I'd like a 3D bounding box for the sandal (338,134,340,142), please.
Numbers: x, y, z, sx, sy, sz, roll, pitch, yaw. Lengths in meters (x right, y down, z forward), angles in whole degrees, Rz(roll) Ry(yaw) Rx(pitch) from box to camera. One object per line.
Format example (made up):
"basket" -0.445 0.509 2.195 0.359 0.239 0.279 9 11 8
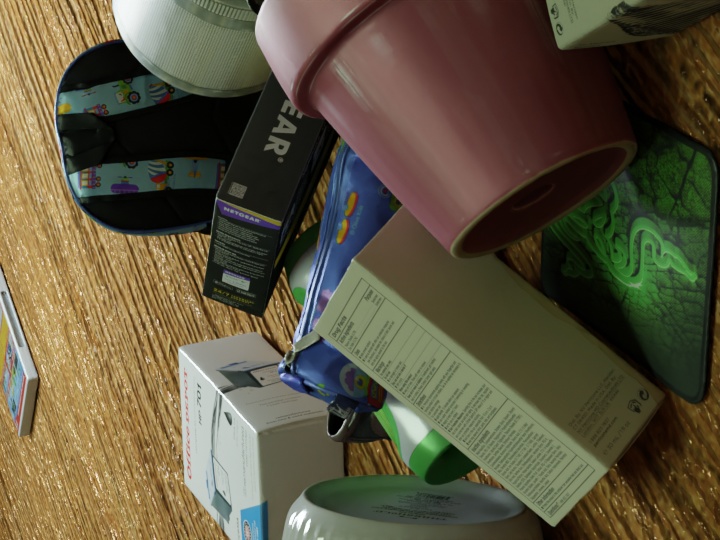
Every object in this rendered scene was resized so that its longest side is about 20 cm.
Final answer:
"sandal" 0.030 -0.117 1.479 0.200 0.075 0.045 117 143 -68

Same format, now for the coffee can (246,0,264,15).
"coffee can" -0.036 -0.293 1.459 0.146 0.146 0.201 130 126 -62

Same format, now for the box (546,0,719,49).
"box" 0.171 -0.175 1.097 0.200 0.082 0.069 155 104 -69

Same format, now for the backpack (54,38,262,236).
"backpack" -0.168 -0.112 1.790 0.134 0.199 0.183 170 88 -68

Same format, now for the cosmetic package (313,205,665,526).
"cosmetic package" 0.078 0.057 1.310 0.200 0.073 0.104 41 149 5

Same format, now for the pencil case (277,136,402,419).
"pencil case" 0.000 0.000 1.441 0.078 0.087 0.201 12 85 46

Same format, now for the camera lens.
"camera lens" -0.099 -0.239 1.617 0.200 0.159 0.160 123 132 -60

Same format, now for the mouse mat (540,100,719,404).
"mouse mat" 0.160 -0.026 1.289 0.200 0.008 0.161 -138 43 -58

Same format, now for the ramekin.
"ramekin" 0.035 0.208 1.455 0.200 0.199 0.105 -164 75 -66

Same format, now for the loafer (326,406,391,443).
"loafer" 0.004 0.043 1.622 0.072 0.063 0.201 -144 48 -58

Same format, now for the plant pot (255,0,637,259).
"plant pot" 0.065 -0.114 1.252 0.179 0.200 0.200 60 153 14

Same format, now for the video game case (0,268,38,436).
"video game case" -0.483 0.108 2.899 0.143 0.017 0.200 109 144 -51

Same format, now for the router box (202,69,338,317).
"router box" -0.054 -0.088 1.549 0.157 0.052 0.200 106 -175 -62

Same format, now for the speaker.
"speaker" 0.025 0.054 1.516 0.200 0.088 0.089 56 149 26

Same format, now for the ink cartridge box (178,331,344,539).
"ink cartridge box" -0.089 0.161 1.874 0.200 0.086 0.147 -143 47 -57
